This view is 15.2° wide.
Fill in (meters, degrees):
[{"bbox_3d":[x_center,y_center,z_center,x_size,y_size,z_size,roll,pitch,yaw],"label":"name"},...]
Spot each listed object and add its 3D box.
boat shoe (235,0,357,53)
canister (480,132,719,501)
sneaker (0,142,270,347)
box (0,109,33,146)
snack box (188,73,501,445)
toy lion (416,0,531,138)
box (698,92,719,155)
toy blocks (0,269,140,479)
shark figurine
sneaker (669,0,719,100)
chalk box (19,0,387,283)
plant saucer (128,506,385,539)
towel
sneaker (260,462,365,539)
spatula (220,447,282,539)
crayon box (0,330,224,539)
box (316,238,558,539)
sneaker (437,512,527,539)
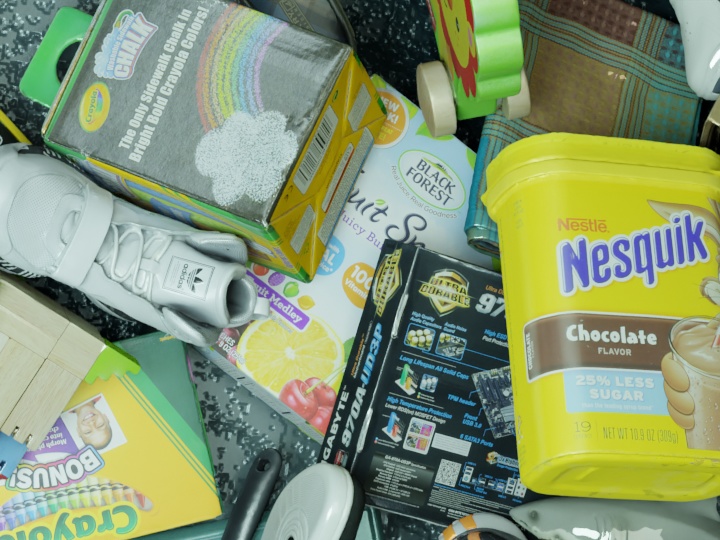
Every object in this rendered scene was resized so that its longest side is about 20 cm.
[{"bbox_3d":[-0.065,-0.198,1.686,0.069,0.057,0.200,-39,95,-11],"label":"boat shoe"},{"bbox_3d":[0.155,0.030,1.606,0.147,0.087,0.201,4,67,-20],"label":"canister"},{"bbox_3d":[-0.137,-0.014,1.564,0.200,0.114,0.076,32,76,-53],"label":"sneaker"},{"bbox_3d":[-0.302,-0.044,1.589,0.200,0.049,0.160,-48,135,-10],"label":"box"},{"bbox_3d":[0.000,0.000,1.691,0.142,0.053,0.200,38,79,-9],"label":"snack box"},{"bbox_3d":[0.059,-0.185,1.616,0.068,0.192,0.201,-12,65,-5],"label":"toy lion"},{"bbox_3d":[0.264,-0.148,1.697,0.021,0.164,0.201,27,77,12],"label":"box"},{"bbox_3d":[-0.248,0.056,1.561,0.199,0.100,0.137,33,92,-16],"label":"toy blocks"},{"bbox_3d":[0.213,0.159,1.663,0.214,0.128,0.090,19,80,-34],"label":"shark figurine"},{"bbox_3d":[0.187,-0.211,1.728,0.129,0.079,0.201,6,83,-5],"label":"sneaker"},{"bbox_3d":[-0.105,-0.095,1.621,0.199,0.124,0.125,22,80,17],"label":"chalk box"},{"bbox_3d":[-0.078,0.189,1.683,0.199,0.019,0.070,-10,89,-11],"label":"plant saucer"},{"bbox_3d":[0.147,-0.084,1.711,0.146,0.022,0.201,20,67,-17],"label":"towel"},{"bbox_3d":[-0.010,0.198,1.635,0.111,0.073,0.201,13,128,-19],"label":"sneaker"},{"bbox_3d":[-0.096,0.199,1.654,0.056,0.021,0.201,17,73,32],"label":"spatula"},{"bbox_3d":[-0.194,0.115,1.641,0.199,0.058,0.120,-13,89,-13],"label":"crayon box"},{"bbox_3d":[0.083,0.084,1.671,0.199,0.046,0.160,17,90,-29],"label":"box"},{"bbox_3d":[0.126,0.236,1.650,0.200,0.112,0.078,33,107,-32],"label":"sneaker"}]
